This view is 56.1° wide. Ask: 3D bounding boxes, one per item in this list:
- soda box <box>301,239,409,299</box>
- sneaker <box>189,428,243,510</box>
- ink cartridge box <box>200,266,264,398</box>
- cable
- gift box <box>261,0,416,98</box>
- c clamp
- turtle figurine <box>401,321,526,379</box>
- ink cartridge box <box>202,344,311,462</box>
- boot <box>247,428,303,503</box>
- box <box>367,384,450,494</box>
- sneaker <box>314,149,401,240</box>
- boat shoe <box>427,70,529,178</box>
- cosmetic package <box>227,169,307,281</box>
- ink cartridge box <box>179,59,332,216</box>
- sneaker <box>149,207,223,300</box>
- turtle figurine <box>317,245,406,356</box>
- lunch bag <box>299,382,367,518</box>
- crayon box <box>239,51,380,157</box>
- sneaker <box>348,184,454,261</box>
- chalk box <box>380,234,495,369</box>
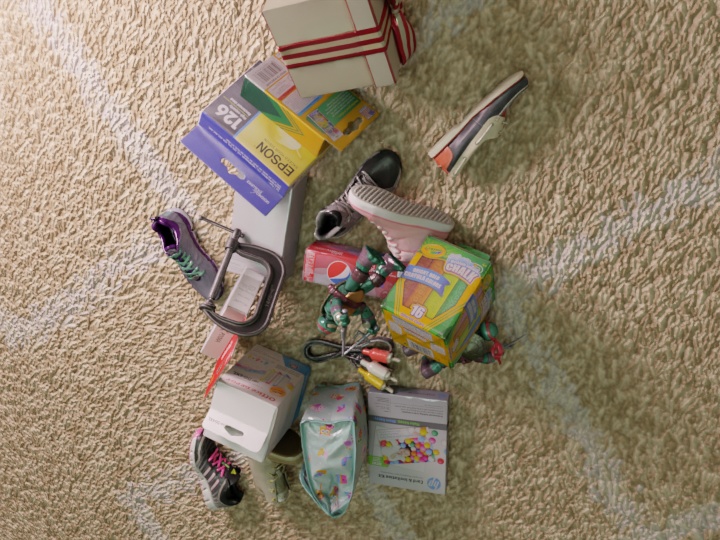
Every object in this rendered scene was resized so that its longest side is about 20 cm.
[{"bbox_3d":[0.000,0.000,1.218,0.199,0.070,0.064,13,111,12],"label":"soda box"},{"bbox_3d":[-0.298,0.421,1.433,0.087,0.074,0.201,-5,109,18],"label":"sneaker"},{"bbox_3d":[-0.248,0.115,1.233,0.045,0.177,0.200,26,140,-11],"label":"ink cartridge box"},{"bbox_3d":[-0.016,0.159,1.282,0.199,0.050,0.098,16,106,11],"label":"cable"},{"bbox_3d":[-0.021,-0.401,1.032,0.186,0.201,0.185,-4,145,20],"label":"gift box"},{"bbox_3d":[-0.218,0.015,1.164,0.170,0.201,0.027,16,150,-12],"label":"c clamp"},{"bbox_3d":[0.178,0.120,1.192,0.199,0.101,0.150,-26,97,27],"label":"turtle figurine"},{"bbox_3d":[-0.196,0.252,1.281,0.128,0.200,0.126,21,111,9],"label":"ink cartridge box"},{"bbox_3d":[-0.166,0.396,1.359,0.199,0.072,0.155,2,111,47],"label":"boot"},{"bbox_3d":[0.093,0.325,1.305,0.155,0.041,0.201,5,108,15],"label":"box"},{"bbox_3d":[-0.009,-0.119,1.161,0.075,0.115,0.200,42,113,1],"label":"sneaker"},{"bbox_3d":[0.198,-0.234,1.091,0.063,0.071,0.200,44,115,-7],"label":"boat shoe"},{"bbox_3d":[-0.172,-0.087,1.239,0.112,0.081,0.201,17,109,11],"label":"cosmetic package"},{"bbox_3d":[-0.167,-0.230,1.152,0.197,0.047,0.200,41,69,0],"label":"ink cartridge box"},{"bbox_3d":[-0.341,-0.020,1.304,0.074,0.088,0.201,-27,97,22],"label":"sneaker"},{"bbox_3d":[-0.014,0.056,1.130,0.101,0.150,0.200,40,106,18],"label":"turtle figurine"},{"bbox_3d":[-0.046,0.336,1.277,0.121,0.170,0.201,-2,105,7],"label":"lunch bag"},{"bbox_3d":[-0.083,-0.277,1.128,0.200,0.126,0.052,39,145,3],"label":"crayon box"},{"bbox_3d":[0.054,-0.070,1.146,0.199,0.076,0.105,15,124,-27],"label":"sneaker"},{"bbox_3d":[0.144,0.034,1.120,0.124,0.124,0.200,24,67,26],"label":"chalk box"}]
